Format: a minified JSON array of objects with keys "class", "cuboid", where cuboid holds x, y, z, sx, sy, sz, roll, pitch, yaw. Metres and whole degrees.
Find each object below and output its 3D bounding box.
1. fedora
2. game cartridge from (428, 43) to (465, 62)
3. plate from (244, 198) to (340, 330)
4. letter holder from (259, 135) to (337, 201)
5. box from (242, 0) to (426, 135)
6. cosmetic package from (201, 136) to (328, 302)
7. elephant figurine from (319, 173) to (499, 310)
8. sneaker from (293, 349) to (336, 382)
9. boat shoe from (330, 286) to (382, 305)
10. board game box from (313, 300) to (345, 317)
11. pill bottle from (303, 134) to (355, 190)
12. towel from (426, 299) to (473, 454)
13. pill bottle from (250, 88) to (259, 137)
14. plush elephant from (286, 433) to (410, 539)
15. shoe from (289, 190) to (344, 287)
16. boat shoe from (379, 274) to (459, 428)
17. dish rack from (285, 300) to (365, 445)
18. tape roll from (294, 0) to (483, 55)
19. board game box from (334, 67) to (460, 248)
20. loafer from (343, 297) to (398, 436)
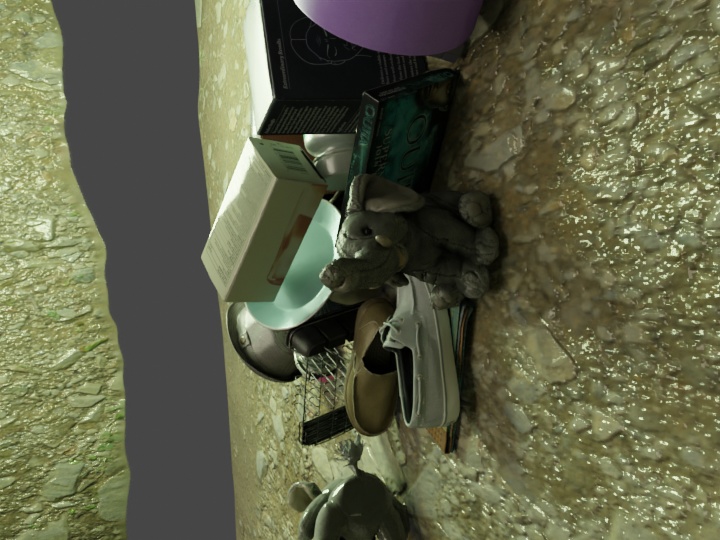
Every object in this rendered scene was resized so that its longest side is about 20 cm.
[{"class":"fedora","cuboid":[-0.156,0.107,1.435,0.090,0.175,0.202,-47,47,37]},{"class":"game cartridge","cuboid":[0.031,-0.312,0.847,0.038,0.128,0.202,-50,44,36]},{"class":"plate","cuboid":[-0.091,-0.009,1.094,0.198,0.025,0.203,-18,60,33]},{"class":"letter holder","cuboid":[-0.101,-0.197,1.218,0.101,0.140,0.203,135,127,-64]},{"class":"box","cuboid":[-0.032,-0.255,0.931,0.107,0.197,0.151,145,119,-67]},{"class":"cosmetic package","cuboid":[-0.133,-0.065,1.032,0.104,0.086,0.201,54,127,37]},{"class":"elephant figurine","cuboid":[0.032,-0.035,0.787,0.155,0.197,0.144,151,120,-66]},{"class":"sneaker","cuboid":[-0.084,0.102,1.336,0.088,0.072,0.202,97,163,-44]},{"class":"boat shoe","cuboid":[0.000,0.000,1.092,0.200,0.071,0.060,129,147,-66]},{"class":"board game box","cuboid":[-0.092,-0.001,1.250,0.061,0.199,0.201,-38,74,16]},{"class":"pill bottle","cuboid":[-0.027,-0.221,1.049,0.113,0.111,0.204,152,112,-68]},{"class":"towel","cuboid":[0.089,0.101,0.936,0.147,0.021,0.203,-131,40,-59]},{"class":"pill bottle","cuboid":[-0.148,-0.288,1.384,0.106,0.105,0.203,-129,39,-57]},{"class":"plush elephant","cuboid":[-0.020,0.355,1.097,0.155,0.162,0.203,116,151,-59]},{"class":"shoe","cuboid":[-0.059,-0.034,1.127,0.053,0.069,0.202,97,-162,-75]},{"class":"boat shoe","cuboid":[0.061,0.080,0.872,0.070,0.070,0.204,144,118,-67]},{"class":"dish rack","cuboid":[-0.036,0.158,1.119,0.054,0.152,0.203,36,131,43]},{"class":"tape roll","cuboid":[0.029,-0.298,0.750,0.066,0.197,0.202,108,150,-47]},{"class":"board game box","cuboid":[0.040,-0.121,0.861,0.028,0.134,0.202,38,136,28]},{"class":"loafer","cuboid":[0.020,0.142,1.055,0.067,0.075,0.203,-137,45,-70]}]
